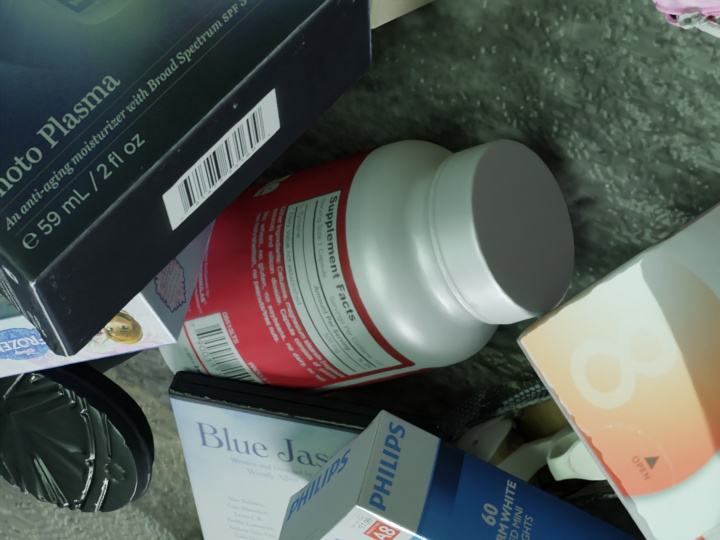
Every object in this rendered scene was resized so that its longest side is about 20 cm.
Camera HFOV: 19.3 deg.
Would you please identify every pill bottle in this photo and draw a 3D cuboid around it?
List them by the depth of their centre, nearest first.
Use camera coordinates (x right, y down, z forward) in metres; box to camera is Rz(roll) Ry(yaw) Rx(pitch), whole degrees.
[{"bbox_3d":[0.000,0.000,1.049,0.200,0.112,0.113,-15,100,37],"label":"pill bottle"}]

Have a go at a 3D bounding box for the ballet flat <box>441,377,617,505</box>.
[{"bbox_3d":[0.096,0.088,1.049,0.200,0.072,0.072,-19,98,38],"label":"ballet flat"}]

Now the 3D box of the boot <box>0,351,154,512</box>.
[{"bbox_3d":[-0.155,0.049,1.141,0.198,0.162,0.074,17,117,27],"label":"boot"}]

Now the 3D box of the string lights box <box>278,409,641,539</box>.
[{"bbox_3d":[0.067,0.153,1.035,0.200,0.059,0.103,27,140,-14],"label":"string lights box"}]

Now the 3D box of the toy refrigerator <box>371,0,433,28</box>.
[{"bbox_3d":[-0.057,-0.179,1.038,0.199,0.076,0.070,21,119,25],"label":"toy refrigerator"}]

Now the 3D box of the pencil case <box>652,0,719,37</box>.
[{"bbox_3d":[0.213,-0.139,0.870,0.199,0.083,0.087,4,111,32],"label":"pencil case"}]

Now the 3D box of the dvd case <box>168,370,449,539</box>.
[{"bbox_3d":[-0.018,0.132,1.106,0.142,0.018,0.200,10,139,15],"label":"dvd case"}]

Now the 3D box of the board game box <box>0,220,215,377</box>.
[{"bbox_3d":[-0.161,-0.032,1.075,0.199,0.200,0.041,-11,133,26],"label":"board game box"}]

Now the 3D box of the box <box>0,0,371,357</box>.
[{"bbox_3d":[-0.133,-0.109,0.929,0.198,0.200,0.123,42,168,12],"label":"box"}]

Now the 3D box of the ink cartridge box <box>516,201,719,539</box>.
[{"bbox_3d":[0.195,0.042,0.939,0.200,0.050,0.162,-35,88,20],"label":"ink cartridge box"}]
